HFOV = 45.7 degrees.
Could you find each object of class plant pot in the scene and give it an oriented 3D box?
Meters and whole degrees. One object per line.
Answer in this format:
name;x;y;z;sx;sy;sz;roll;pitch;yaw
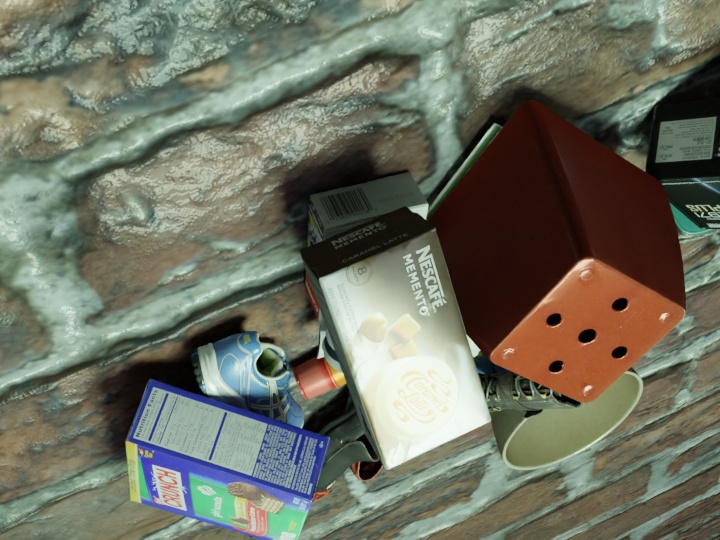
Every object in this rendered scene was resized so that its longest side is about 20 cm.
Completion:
plant pot;0.190;0.002;0.815;0.197;0.178;0.201;24;123;-26

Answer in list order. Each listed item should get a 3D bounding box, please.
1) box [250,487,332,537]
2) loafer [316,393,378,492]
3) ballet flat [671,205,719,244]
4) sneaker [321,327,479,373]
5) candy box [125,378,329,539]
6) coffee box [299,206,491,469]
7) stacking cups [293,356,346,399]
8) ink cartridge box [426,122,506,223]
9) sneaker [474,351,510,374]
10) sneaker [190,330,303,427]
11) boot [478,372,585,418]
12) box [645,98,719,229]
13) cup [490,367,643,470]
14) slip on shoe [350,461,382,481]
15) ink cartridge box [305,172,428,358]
box;-0.132;0.273;1.115;0.135;0.040;0.201;-30;143;2
loafer;-0.004;0.211;1.068;0.072;0.072;0.202;6;124;-49
ballet flat;0.361;-0.056;1.028;0.196;0.073;0.073;-21;143;-9
sneaker;0.058;0.050;0.866;0.196;0.077;0.082;-9;131;-26
candy box;-0.145;0.212;0.912;0.196;0.078;0.170;18;145;0
coffee box;0.033;0.061;0.780;0.112;0.080;0.204;-22;113;-9
stacking cups;0.018;0.088;0.975;0.197;0.061;0.061;-26;144;-1
ink cartridge box;0.169;-0.068;0.899;0.197;0.048;0.146;24;122;-24
sneaker;0.142;0.106;1.034;0.074;0.106;0.202;-16;141;-14
sneaker;-0.104;0.132;0.935;0.076;0.077;0.200;-27;145;8
boot;0.133;0.123;0.918;0.172;0.071;0.198;-11;161;39
box;0.421;-0.109;0.879;0.197;0.088;0.162;2;166;43
cup;0.239;0.138;1.101;0.196;0.145;0.203;-17;141;-14
slip on shoe;0.043;0.203;1.125;0.073;0.062;0.201;12;127;-38
ink cartridge box;0.000;0.000;0.869;0.107;0.051;0.202;-14;142;-18
